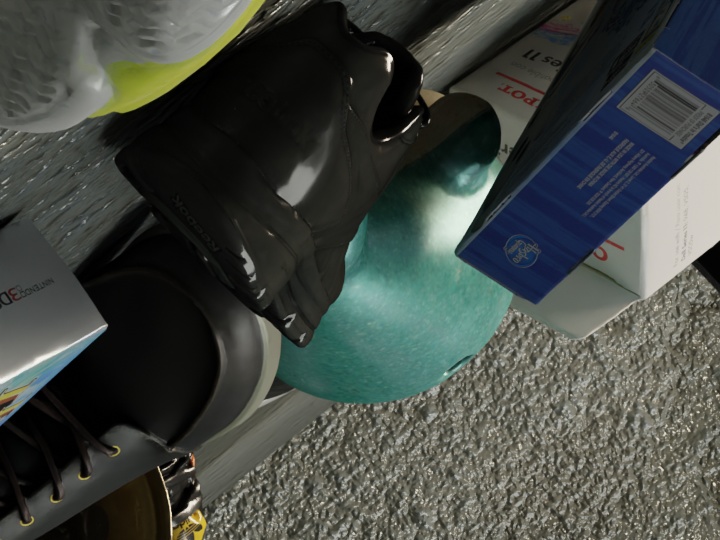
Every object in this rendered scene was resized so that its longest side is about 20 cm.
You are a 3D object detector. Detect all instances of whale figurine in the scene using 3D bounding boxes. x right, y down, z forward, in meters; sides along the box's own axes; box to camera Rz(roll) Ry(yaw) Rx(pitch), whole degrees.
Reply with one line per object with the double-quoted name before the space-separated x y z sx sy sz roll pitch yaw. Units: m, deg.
"whale figurine" 0.000 0.000 1.155 0.159 0.104 0.200 -39 175 10

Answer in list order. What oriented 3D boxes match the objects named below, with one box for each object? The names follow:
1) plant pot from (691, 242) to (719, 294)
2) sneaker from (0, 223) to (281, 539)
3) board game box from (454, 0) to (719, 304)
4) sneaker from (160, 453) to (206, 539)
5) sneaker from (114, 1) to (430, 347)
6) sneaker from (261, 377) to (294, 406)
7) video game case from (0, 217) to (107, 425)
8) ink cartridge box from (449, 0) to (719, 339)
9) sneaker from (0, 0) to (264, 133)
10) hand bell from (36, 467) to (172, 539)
"plant pot" 0.283 -0.112 1.898 0.199 0.200 0.178 -41 -172 31
"sneaker" -0.107 0.060 1.061 0.106 0.075 0.200 -38 177 -40
"board game box" 0.125 -0.105 1.082 0.200 0.043 0.200 -60 -174 -25
"sneaker" -0.094 0.089 1.381 0.070 0.090 0.200 -35 175 -31
"sneaker" -0.017 -0.032 0.926 0.091 0.076 0.200 -46 179 -3
"sneaker" 0.007 0.001 1.434 0.199 0.071 0.099 -33 179 -16
"video game case" -0.186 0.079 0.833 0.200 0.046 0.181 -41 176 29
"ink cartridge box" 0.120 -0.062 1.350 0.200 0.117 0.068 -36 140 -34
"sneaker" 0.001 -0.093 0.376 0.105 0.076 0.200 -36 174 -37
"hand bell" -0.174 0.123 1.270 0.104 0.105 0.200 -35 -174 -37
